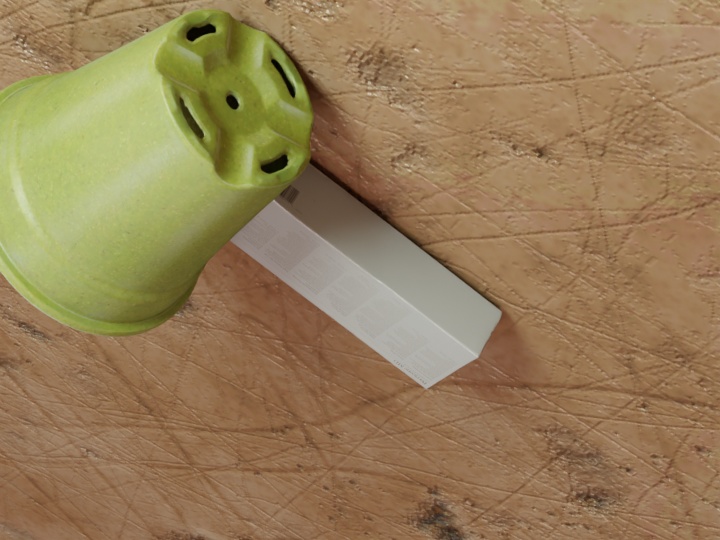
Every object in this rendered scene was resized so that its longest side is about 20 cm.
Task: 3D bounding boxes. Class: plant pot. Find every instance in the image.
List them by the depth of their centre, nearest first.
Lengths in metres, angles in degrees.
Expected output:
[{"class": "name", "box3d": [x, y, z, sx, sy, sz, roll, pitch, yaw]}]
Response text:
[{"class": "plant pot", "box3d": [-0.135, -0.080, 1.321, 0.200, 0.200, 0.184, 43, 134, -19]}]

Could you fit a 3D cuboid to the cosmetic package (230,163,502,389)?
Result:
[{"class": "cosmetic package", "box3d": [0.000, 0.000, 1.425, 0.200, 0.051, 0.083, 38, 145, -11]}]
